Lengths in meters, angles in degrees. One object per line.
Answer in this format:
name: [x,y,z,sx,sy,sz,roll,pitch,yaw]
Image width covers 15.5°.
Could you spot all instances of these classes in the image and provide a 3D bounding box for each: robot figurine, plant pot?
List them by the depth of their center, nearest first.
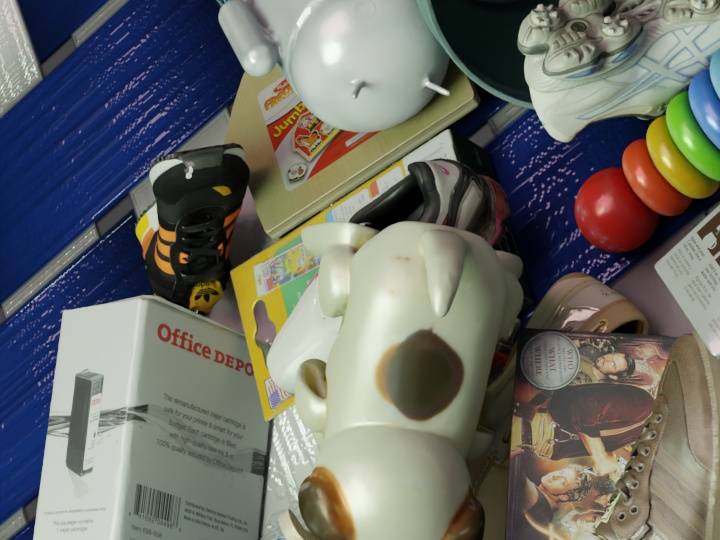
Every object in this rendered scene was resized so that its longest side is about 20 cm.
plant pot: [0.114,-0.216,1.716,0.201,0.200,0.134,-59,23,6]
robot figurine: [-0.009,-0.169,1.795,0.200,0.169,0.113,-123,25,-48]

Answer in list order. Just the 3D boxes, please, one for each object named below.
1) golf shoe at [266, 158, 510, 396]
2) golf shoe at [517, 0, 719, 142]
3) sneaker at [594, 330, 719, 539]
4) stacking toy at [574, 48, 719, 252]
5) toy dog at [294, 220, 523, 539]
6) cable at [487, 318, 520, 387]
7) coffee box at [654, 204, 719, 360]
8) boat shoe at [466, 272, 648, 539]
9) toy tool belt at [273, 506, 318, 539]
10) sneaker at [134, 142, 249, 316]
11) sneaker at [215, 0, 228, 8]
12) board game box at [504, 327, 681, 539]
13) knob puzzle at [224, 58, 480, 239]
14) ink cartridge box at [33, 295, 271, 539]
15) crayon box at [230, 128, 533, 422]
golf shoe: [0.000,0.000,1.709,0.200,0.092,0.073,-47,51,18]
golf shoe: [0.192,-0.145,1.666,0.199,0.098,0.078,-19,46,-12]
sneaker: [0.174,0.131,1.530,0.075,0.070,0.201,2,75,0]
stacking toy: [0.214,-0.078,1.645,0.200,0.085,0.086,-42,51,28]
toy dog: [0.033,0.080,1.575,0.194,0.139,0.201,168,113,-70]
cable: [0.050,0.112,1.726,0.050,0.097,0.201,-102,30,-64]
coffee box: [0.286,-0.026,1.534,0.200,0.114,0.080,-45,51,19]
boat shoe: [0.114,0.099,1.656,0.069,0.074,0.201,26,89,46]
toy tool belt: [-0.032,0.206,1.651,0.125,0.200,0.123,-33,62,-1]
sneaker: [-0.110,-0.021,1.845,0.200,0.070,0.091,123,134,-69]
sneaker: [-0.079,-0.263,1.939,0.073,0.082,0.201,-26,47,27]
board game box: [0.155,0.138,1.586,0.135,0.035,0.201,3,74,5]
knob puzzle: [-0.010,-0.130,1.872,0.219,0.030,0.221,-21,48,25]
ink cartridge box: [-0.139,0.133,1.806,0.083,0.144,0.201,-7,69,38]
crayon box: [0.012,0.011,1.791,0.200,0.051,0.126,-32,56,26]
